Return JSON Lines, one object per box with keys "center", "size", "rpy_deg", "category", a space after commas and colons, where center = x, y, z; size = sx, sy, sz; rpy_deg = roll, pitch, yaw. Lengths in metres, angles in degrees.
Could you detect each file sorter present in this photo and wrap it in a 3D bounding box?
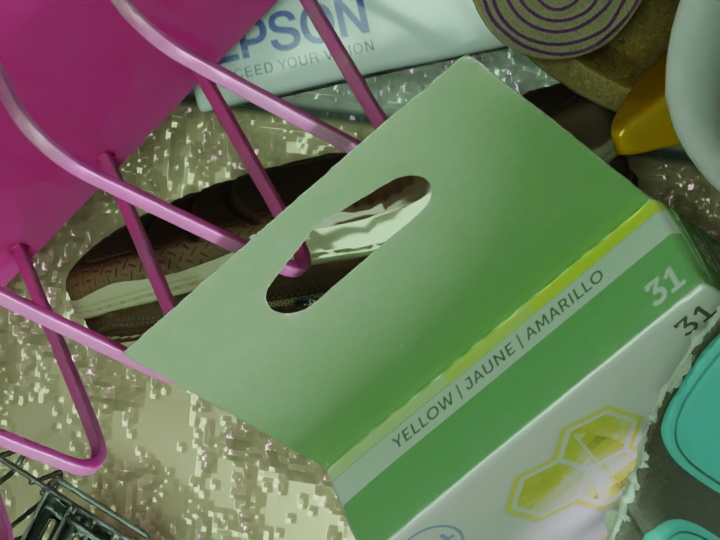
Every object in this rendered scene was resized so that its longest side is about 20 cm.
{"center": [-0.106, -0.024, 0.834], "size": [0.200, 0.139, 0.126], "rpy_deg": [-44, 48, 18], "category": "file sorter"}

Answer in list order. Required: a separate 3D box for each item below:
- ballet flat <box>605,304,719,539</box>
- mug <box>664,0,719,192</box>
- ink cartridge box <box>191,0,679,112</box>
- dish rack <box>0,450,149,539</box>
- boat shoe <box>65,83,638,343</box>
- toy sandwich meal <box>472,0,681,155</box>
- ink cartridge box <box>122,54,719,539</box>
{"center": [0.112, 0.068, 0.828], "size": [0.072, 0.072, 0.201], "rpy_deg": [35, 108, 9], "category": "ballet flat"}
{"center": [0.155, -0.058, 0.693], "size": [0.200, 0.147, 0.176], "rpy_deg": [27, 95, 53], "category": "mug"}
{"center": [0.020, -0.169, 0.894], "size": [0.198, 0.041, 0.201], "rpy_deg": [-11, 94, 17], "category": "ink cartridge box"}
{"center": [-0.172, 0.106, 0.978], "size": [0.199, 0.055, 0.154], "rpy_deg": [31, 105, 8], "category": "dish rack"}
{"center": [-0.001, 0.002, 0.907], "size": [0.201, 0.075, 0.075], "rpy_deg": [-15, 107, 22], "category": "boat shoe"}
{"center": [0.123, -0.116, 0.801], "size": [0.204, 0.070, 0.206], "rpy_deg": [1, 120, 2], "category": "toy sandwich meal"}
{"center": [0.046, 0.033, 0.840], "size": [0.145, 0.200, 0.048], "rpy_deg": [-40, 49, 17], "category": "ink cartridge box"}
